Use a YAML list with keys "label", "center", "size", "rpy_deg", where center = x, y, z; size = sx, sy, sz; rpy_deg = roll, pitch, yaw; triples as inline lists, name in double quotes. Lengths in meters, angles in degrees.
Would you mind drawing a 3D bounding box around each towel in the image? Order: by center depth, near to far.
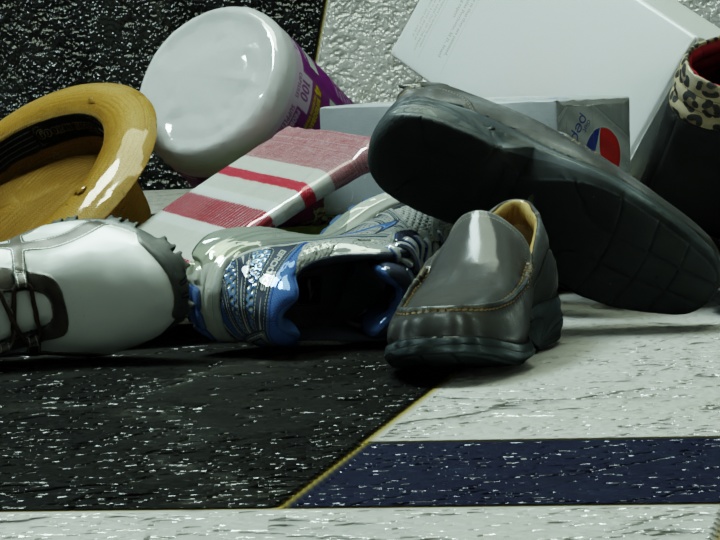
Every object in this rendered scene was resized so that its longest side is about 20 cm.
- label: "towel"
  center: [-0.089, -0.020, 1.474]
  size: [0.199, 0.023, 0.144]
  rpy_deg: [-34, 16, -15]

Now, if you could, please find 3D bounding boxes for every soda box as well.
- label: "soda box"
  center: [0.065, -0.066, 1.513]
  size: [0.063, 0.069, 0.199]
  rpy_deg: [-6, 5, -42]

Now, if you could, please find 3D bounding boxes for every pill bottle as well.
- label: "pill bottle"
  center: [-0.049, -0.076, 1.670]
  size: [0.112, 0.113, 0.200]
  rpy_deg: [0, -25, 31]

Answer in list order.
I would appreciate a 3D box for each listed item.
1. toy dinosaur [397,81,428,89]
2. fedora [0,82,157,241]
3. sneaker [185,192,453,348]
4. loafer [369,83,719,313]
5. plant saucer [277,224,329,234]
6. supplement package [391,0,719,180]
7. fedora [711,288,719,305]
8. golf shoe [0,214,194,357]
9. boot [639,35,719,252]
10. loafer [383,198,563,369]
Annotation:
- label: "toy dinosaur"
  center: [0.100, -0.047, 1.660]
  size: [0.199, 0.077, 0.102]
  rpy_deg: [27, -5, 4]
- label: "fedora"
  center: [-0.195, -0.028, 1.598]
  size: [0.200, 0.082, 0.201]
  rpy_deg: [-25, 34, 19]
- label: "sneaker"
  center: [0.007, 0.009, 1.372]
  size: [0.199, 0.078, 0.085]
  rpy_deg: [-15, 21, -38]
- label: "loafer"
  center: [0.104, -0.046, 1.375]
  size: [0.199, 0.073, 0.072]
  rpy_deg: [29, 34, -4]
- label: "plant saucer"
  center: [0.000, 0.000, 1.550]
  size: [0.198, 0.048, 0.200]
  rpy_deg: [-4, 4, -22]
- label: "supplement package"
  center: [0.142, -0.127, 1.602]
  size: [0.200, 0.120, 0.121]
  rpy_deg: [39, 16, 37]
- label: "fedora"
  center: [0.287, -0.028, 1.434]
  size: [0.199, 0.092, 0.201]
  rpy_deg: [-2, 4, 0]
- label: "golf shoe"
  center: [-0.185, 0.022, 1.324]
  size: [0.199, 0.078, 0.095]
  rpy_deg: [-3, 21, 21]
- label: "boot"
  center: [0.235, -0.065, 1.523]
  size: [0.199, 0.151, 0.073]
  rpy_deg: [-9, 41, -34]
- label: "loafer"
  center: [0.053, 0.007, 1.252]
  size: [0.072, 0.073, 0.200]
  rpy_deg: [0, 5, 12]
